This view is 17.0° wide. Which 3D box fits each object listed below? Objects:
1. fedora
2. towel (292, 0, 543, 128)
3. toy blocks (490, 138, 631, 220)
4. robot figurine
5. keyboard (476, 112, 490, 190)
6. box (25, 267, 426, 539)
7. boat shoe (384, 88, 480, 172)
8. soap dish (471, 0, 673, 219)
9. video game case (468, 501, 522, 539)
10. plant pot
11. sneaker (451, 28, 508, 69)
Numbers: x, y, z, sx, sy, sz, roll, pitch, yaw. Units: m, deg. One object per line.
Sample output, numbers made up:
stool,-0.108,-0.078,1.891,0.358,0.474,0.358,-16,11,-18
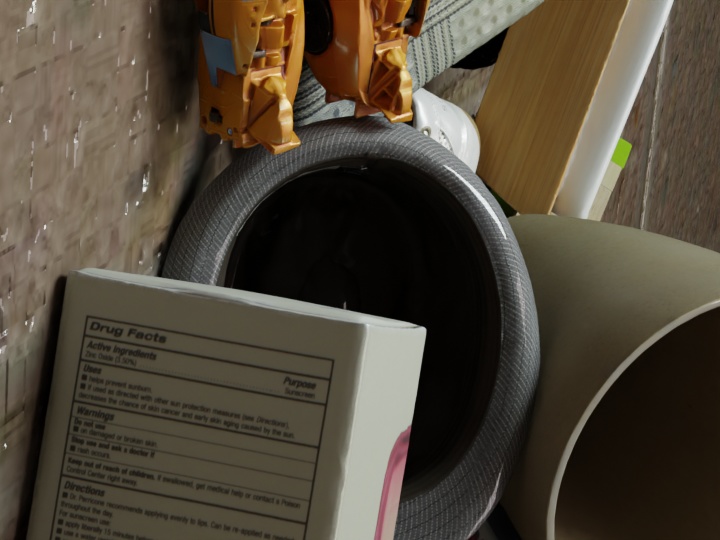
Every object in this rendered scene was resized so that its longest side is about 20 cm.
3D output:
fedora,-0.012,0.033,1.088,0.090,0.175,0.202,179,-91,-76
towel,0.019,-0.171,1.105,0.200,0.034,0.194,-36,134,-27
toy blocks,0.092,0.010,1.498,0.137,0.100,0.201,-55,-174,45
robot figurine,-0.014,-0.156,1.005,0.144,0.058,0.201,-18,124,-40
keyboard,0.075,-0.068,1.544,0.105,0.039,0.200,-60,170,14
box,-0.058,0.108,0.963,0.109,0.127,0.202,11,89,-75
boat shoe,0.000,0.000,1.237,0.069,0.070,0.201,27,76,-56
soap dish,0.120,-0.126,1.318,0.157,0.081,0.201,-38,148,-82
video game case,0.088,0.141,1.227,0.183,0.023,0.200,60,13,17
plant pot,0.123,0.054,1.176,0.200,0.186,0.189,-137,-137,-54
sneaker,0.058,-0.149,1.342,0.200,0.075,0.091,-45,147,-62
